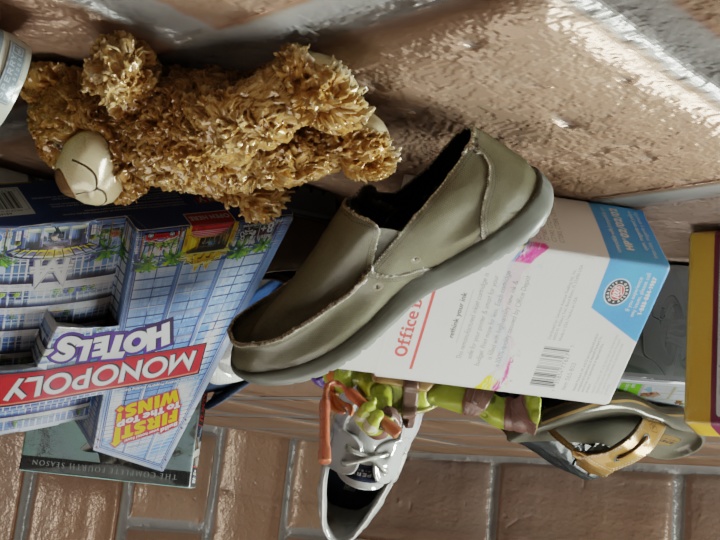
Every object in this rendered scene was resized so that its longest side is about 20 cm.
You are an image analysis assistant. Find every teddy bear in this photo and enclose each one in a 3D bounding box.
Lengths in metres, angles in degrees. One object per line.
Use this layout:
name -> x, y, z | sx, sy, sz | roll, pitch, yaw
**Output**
teddy bear -> -0.079, -0.065, 0.556 | 0.200, 0.067, 0.145 | 5, 165, 4

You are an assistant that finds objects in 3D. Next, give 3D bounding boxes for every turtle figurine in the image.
turtle figurine -> 0.041, 0.080, 0.765 | 0.161, 0.064, 0.200 | 4, -152, 3

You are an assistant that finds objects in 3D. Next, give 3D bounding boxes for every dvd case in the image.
dvd case -> -0.196, 0.073, 0.930 | 0.146, 0.200, 0.022 | 6, 168, 4

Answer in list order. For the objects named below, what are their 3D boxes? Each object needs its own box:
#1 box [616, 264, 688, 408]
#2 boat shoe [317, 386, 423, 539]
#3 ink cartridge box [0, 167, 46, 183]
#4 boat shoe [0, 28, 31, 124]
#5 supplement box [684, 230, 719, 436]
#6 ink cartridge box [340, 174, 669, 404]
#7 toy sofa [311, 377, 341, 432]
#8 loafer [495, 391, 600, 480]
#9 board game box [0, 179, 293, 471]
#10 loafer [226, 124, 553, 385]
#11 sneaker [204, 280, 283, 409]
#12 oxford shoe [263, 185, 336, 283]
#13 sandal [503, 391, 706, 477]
box -> 0.267, 0.065, 0.908 | 0.176, 0.097, 0.200 | 3, 167, 11
boat shoe -> 0.008, 0.143, 0.880 | 0.073, 0.065, 0.200 | 11, 132, 0
ink cartridge box -> -0.258, -0.017, 0.820 | 0.200, 0.083, 0.147 | 16, 165, -42
boat shoe -> -0.239, -0.088, 0.553 | 0.201, 0.070, 0.071 | -12, 148, 45
supplement box -> 0.318, 0.046, 0.727 | 0.200, 0.131, 0.103 | 2, 168, 22
ink cartridge box -> 0.073, 0.011, 0.700 | 0.200, 0.068, 0.115 | 8, 125, -9
toy sofa -> -0.004, 0.101, 1.031 | 0.097, 0.083, 0.200 | 16, -163, -3
loafer -> 0.136, 0.110, 0.928 | 0.201, 0.068, 0.070 | 41, 166, -33
board game box -> -0.159, 0.042, 0.670 | 0.200, 0.200, 0.062 | -9, -140, -37
loafer -> 0.004, -0.012, 0.601 | 0.200, 0.075, 0.070 | -34, 116, 9
sneaker -> -0.069, 0.033, 0.857 | 0.146, 0.081, 0.200 | -18, -171, 41
oxford shoe -> 0.000, 0.000, 0.778 | 0.200, 0.085, 0.073 | 10, 165, -25
sandal -> 0.201, 0.137, 0.879 | 0.200, 0.055, 0.082 | 16, 144, -37
